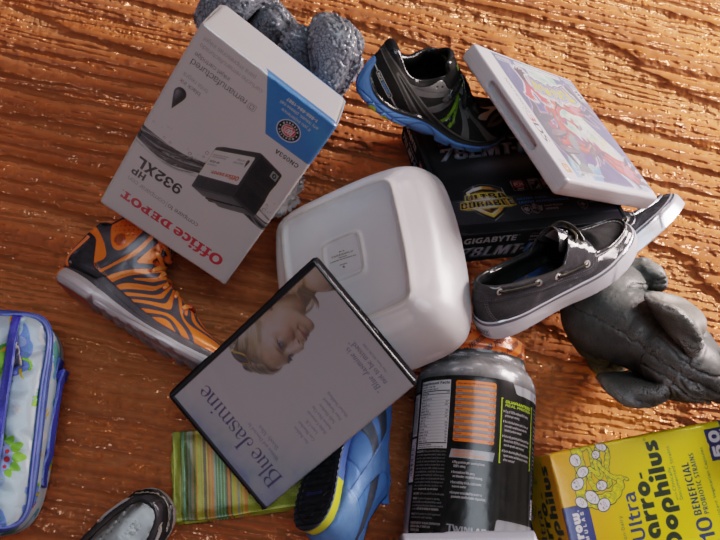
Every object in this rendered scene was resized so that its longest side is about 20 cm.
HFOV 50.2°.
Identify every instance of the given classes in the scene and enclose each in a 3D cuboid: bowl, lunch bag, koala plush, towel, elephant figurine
[{"bbox_3d":[0.000,0.000,0.746,0.196,0.074,0.204,-19,63,20],"label":"bowl"},{"bbox_3d":[-0.355,0.135,0.697,0.156,0.083,0.205,6,72,-11],"label":"lunch bag"},{"bbox_3d":[-0.099,-0.171,0.818,0.174,0.184,0.204,25,90,7],"label":"koala plush"},{"bbox_3d":[-0.086,0.192,0.757,0.195,0.018,0.088,-4,74,-12],"label":"towel"},{"bbox_3d":[0.295,0.075,0.751,0.152,0.201,0.144,-22,120,-8],"label":"elephant figurine"}]

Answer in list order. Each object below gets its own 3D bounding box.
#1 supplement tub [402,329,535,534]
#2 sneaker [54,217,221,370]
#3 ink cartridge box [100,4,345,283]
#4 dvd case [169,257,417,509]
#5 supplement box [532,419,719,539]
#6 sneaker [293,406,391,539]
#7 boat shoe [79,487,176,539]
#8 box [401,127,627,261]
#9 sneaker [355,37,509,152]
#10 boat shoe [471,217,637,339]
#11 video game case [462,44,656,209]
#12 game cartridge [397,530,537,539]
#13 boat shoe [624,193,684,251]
[{"bbox_3d":[0.107,0.169,0.742,0.119,0.123,0.205,10,69,-6],"label":"supplement tub"},{"bbox_3d":[-0.195,0.014,0.765,0.197,0.078,0.113,32,71,2],"label":"sneaker"},{"bbox_3d":[-0.128,-0.113,0.720,0.144,0.201,0.084,34,26,-14],"label":"ink cartridge box"},{"bbox_3d":[-0.065,0.106,0.702,0.199,0.018,0.143,-41,92,16],"label":"dvd case"},{"bbox_3d":[0.266,0.223,0.759,0.195,0.110,0.112,-8,73,-12],"label":"supplement box"},{"bbox_3d":[0.000,0.175,0.748,0.078,0.065,0.203,40,52,-28],"label":"sneaker"},{"bbox_3d":[-0.240,0.278,0.673,0.074,0.060,0.200,43,77,7],"label":"boat shoe"},{"bbox_3d":[0.161,-0.105,0.847,0.195,0.050,0.202,-5,52,-12],"label":"box"},{"bbox_3d":[0.089,-0.182,0.794,0.196,0.083,0.072,12,36,-33],"label":"sneaker"},{"bbox_3d":[0.186,-0.010,0.739,0.197,0.070,0.067,-27,122,-14],"label":"boat shoe"},{"bbox_3d":[0.212,-0.147,0.803,0.197,0.023,0.185,2,52,-46],"label":"video game case"},{"bbox_3d":[0.082,0.282,0.668,0.130,0.203,0.041,5,46,-7],"label":"game cartridge"},{"bbox_3d":[0.281,-0.040,0.873,0.198,0.072,0.068,-36,82,-11],"label":"boat shoe"}]
